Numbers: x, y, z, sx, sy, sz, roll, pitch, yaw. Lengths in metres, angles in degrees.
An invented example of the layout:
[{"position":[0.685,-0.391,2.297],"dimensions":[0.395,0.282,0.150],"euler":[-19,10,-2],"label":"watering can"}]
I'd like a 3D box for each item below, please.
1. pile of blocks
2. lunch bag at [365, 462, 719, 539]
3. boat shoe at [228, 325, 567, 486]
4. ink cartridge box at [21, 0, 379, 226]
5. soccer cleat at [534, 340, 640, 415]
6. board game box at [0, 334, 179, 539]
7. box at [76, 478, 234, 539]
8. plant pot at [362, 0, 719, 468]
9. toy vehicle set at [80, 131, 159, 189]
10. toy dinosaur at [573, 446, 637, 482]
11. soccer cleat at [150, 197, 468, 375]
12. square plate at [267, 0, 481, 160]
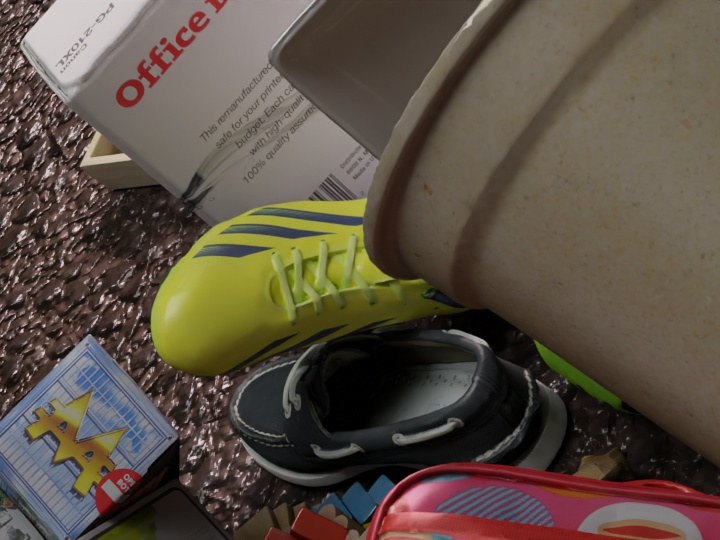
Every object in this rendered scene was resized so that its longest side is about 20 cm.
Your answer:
[{"position":[-0.030,0.123,0.922],"dimensions":[0.199,0.062,0.082],"euler":[-25,42,30],"label":"pile of blocks"},{"position":[0.091,0.134,0.661],"dimensions":[0.199,0.082,0.177],"euler":[6,41,13],"label":"lunch bag"},{"position":[0.003,0.056,0.947],"dimensions":[0.199,0.060,0.076],"euler":[-6,53,44],"label":"boat shoe"},{"position":[-0.037,-0.090,0.988],"dimensions":[0.145,0.200,0.084],"euler":[-48,36,2],"label":"ink cartridge box"},{"position":[0.154,-0.026,0.868],"dimensions":[0.200,0.067,0.081],"euler":[-50,51,4],"label":"soccer cleat"},{"position":[-0.152,0.118,0.906],"dimensions":[0.200,0.062,0.200],"euler":[-38,-12,-30],"label":"board game box"},{"position":[-0.138,0.187,0.889],"dimensions":[0.200,0.060,0.117],"euler":[-49,-11,30],"label":"box"},{"position":[0.134,-0.018,0.744],"dimensions":[0.183,0.200,0.201],"euler":[43,92,19],"label":"plant pot"},{"position":[-0.068,-0.112,1.204],"dimensions":[0.199,0.026,0.125],"euler":[-4,55,45],"label":"toy vehicle set"},{"position":[0.060,0.120,0.772],"dimensions":[0.101,0.058,0.200],"euler":[-27,20,21],"label":"toy dinosaur"},{"position":[0.000,-0.001,0.917],"dimensions":[0.199,0.065,0.083],"euler":[-17,15,-35],"label":"soccer cleat"},{"position":[0.089,-0.104,0.882],"dimensions":[0.198,0.200,0.028],"euler":[-48,30,2],"label":"square plate"}]
